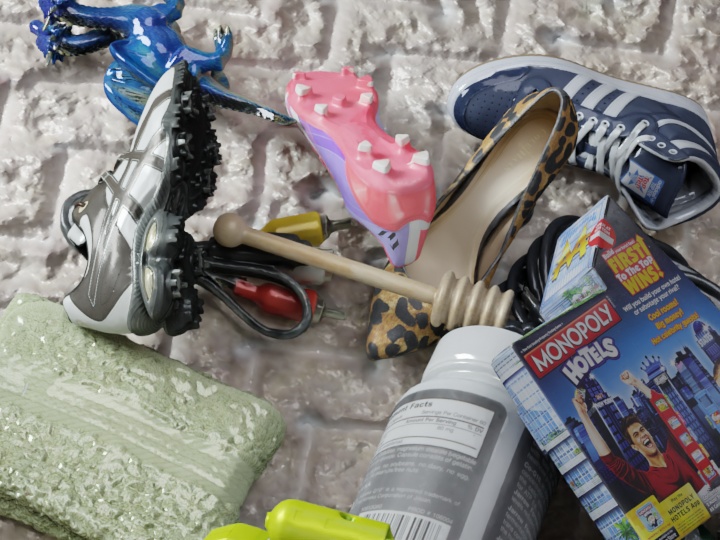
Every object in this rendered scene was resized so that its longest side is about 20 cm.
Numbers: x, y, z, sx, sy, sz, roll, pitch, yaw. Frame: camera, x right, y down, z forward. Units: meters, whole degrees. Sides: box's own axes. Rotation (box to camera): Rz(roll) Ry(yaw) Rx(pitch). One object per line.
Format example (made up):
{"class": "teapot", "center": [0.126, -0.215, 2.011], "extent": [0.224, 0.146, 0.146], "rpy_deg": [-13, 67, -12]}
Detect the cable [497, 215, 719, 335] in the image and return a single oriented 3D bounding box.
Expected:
{"class": "cable", "center": [0.188, 0.051, 1.487], "extent": [0.200, 0.051, 0.163], "rpy_deg": [41, 52, 14]}

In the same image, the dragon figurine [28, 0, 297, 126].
{"class": "dragon figurine", "center": [-0.140, -0.136, 1.498], "extent": [0.099, 0.059, 0.200], "rpy_deg": [-36, 73, -31]}

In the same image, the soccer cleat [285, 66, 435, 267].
{"class": "soccer cleat", "center": [-0.004, -0.076, 1.480], "extent": [0.066, 0.077, 0.200], "rpy_deg": [-8, 30, -20]}

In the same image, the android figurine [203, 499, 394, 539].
{"class": "android figurine", "center": [-0.038, 0.218, 1.251], "extent": [0.199, 0.183, 0.041], "rpy_deg": [16, 14, 7]}

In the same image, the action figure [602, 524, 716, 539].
{"class": "action figure", "center": [0.186, 0.153, 1.389], "extent": [0.118, 0.055, 0.201], "rpy_deg": [-16, 78, -37]}

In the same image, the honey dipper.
{"class": "honey dipper", "center": [0.000, 0.000, 1.409], "extent": [0.199, 0.038, 0.038], "rpy_deg": [19, 55, 7]}

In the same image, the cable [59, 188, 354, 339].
{"class": "cable", "center": [-0.101, 0.000, 1.448], "extent": [0.199, 0.050, 0.098], "rpy_deg": [4, 69, 1]}

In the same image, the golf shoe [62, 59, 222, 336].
{"class": "golf shoe", "center": [-0.143, -0.049, 1.398], "extent": [0.094, 0.078, 0.201], "rpy_deg": [-7, 53, 18]}

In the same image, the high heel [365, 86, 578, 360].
{"class": "high heel", "center": [0.070, -0.035, 1.441], "extent": [0.071, 0.143, 0.200], "rpy_deg": [35, 55, 13]}

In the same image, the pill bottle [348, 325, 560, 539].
{"class": "pill bottle", "center": [0.058, 0.139, 1.348], "extent": [0.113, 0.114, 0.201], "rpy_deg": [25, 55, 1]}

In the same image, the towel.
{"class": "towel", "center": [-0.157, 0.104, 1.355], "extent": [0.199, 0.037, 0.149], "rpy_deg": [25, 56, 1]}

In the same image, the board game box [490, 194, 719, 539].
{"class": "board game box", "center": [0.164, 0.064, 1.351], "extent": [0.200, 0.062, 0.200], "rpy_deg": [-26, 78, -43]}

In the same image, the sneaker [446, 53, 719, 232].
{"class": "sneaker", "center": [0.163, -0.088, 1.531], "extent": [0.199, 0.070, 0.109], "rpy_deg": [9, 35, -14]}
